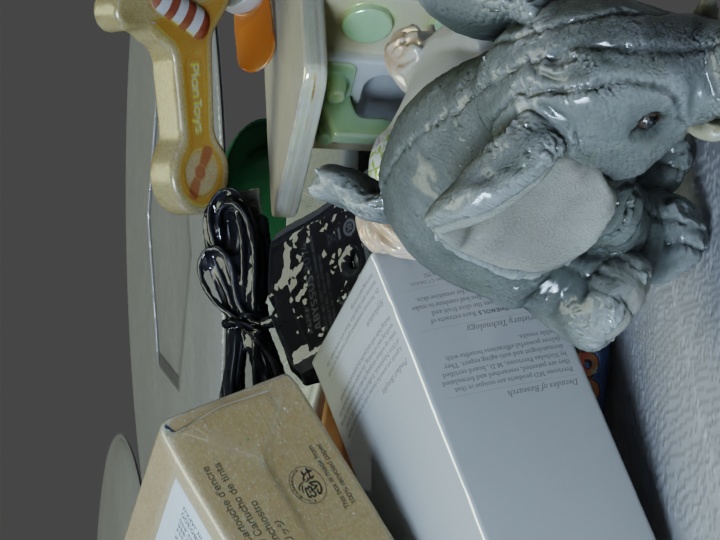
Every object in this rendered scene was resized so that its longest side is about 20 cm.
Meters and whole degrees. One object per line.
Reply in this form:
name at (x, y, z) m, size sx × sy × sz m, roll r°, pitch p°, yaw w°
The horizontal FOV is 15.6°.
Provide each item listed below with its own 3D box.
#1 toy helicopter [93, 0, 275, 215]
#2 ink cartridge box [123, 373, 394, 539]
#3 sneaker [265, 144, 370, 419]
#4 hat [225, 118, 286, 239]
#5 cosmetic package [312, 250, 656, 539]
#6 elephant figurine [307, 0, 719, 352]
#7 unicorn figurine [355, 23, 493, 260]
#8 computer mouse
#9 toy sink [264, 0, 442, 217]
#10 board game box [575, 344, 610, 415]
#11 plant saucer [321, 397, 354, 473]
toy helicopter at (-0.093, -0.131, 1.430) m, size 0.079 × 0.132 × 0.201 m, roll 3°, pitch 99°, yaw 38°
ink cartridge box at (-0.029, 0.176, 1.182) m, size 0.200 × 0.075 × 0.165 m, roll 56°, pitch 149°, yaw 24°
sneaker at (0.002, 0.013, 1.494) m, size 0.071 × 0.099 × 0.201 m, roll -13°, pitch 62°, yaw 46°
hat at (0.019, -0.030, 1.634) m, size 0.200 × 0.175 × 0.166 m, roll 21°, pitch -117°, yaw -60°
cosmetic package at (0.057, 0.095, 1.172) m, size 0.201 × 0.084 × 0.108 m, roll 68°, pitch 153°, yaw 23°
elephant figurine at (0.078, -0.064, 1.004) m, size 0.142 × 0.155 × 0.200 m, roll 48°, pitch 167°, yaw 17°
unicorn figurine at (0.052, -0.077, 1.193) m, size 0.200 × 0.137 × 0.074 m, roll -51°, pitch -54°, yaw -45°
computer mouse at (0.000, 0.000, 1.337) m, size 0.200 × 0.053 × 0.139 m, roll -24°, pitch 65°, yaw 43°
toy sink at (0.010, -0.140, 1.441) m, size 0.131 × 0.111 × 0.201 m, roll 104°, pitch 166°, yaw -52°
board game box at (0.086, 0.030, 1.269) m, size 0.135 × 0.034 × 0.201 m, roll -117°, pitch 28°, yaw -66°
plant saucer at (0.021, 0.122, 1.426) m, size 0.200 × 0.037 × 0.201 m, roll 0°, pitch -90°, yaw -73°
